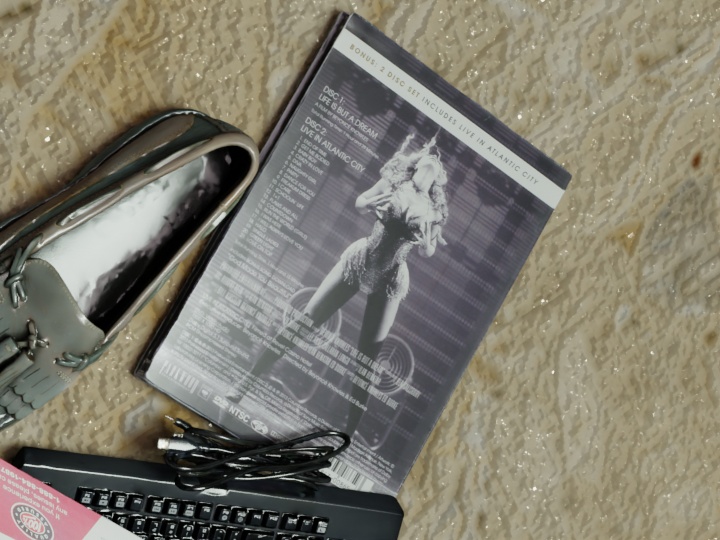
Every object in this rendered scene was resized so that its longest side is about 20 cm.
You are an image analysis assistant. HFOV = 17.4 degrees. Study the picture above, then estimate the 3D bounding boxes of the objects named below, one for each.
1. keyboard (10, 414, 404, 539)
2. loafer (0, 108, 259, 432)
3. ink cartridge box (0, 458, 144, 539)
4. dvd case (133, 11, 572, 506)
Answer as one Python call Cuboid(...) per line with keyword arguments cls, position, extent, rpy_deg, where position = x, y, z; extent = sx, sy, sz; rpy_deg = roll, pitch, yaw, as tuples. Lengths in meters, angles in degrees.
Cuboid(cls="keyboard", position=(-0.070, 0.120, 1.077), extent=(0.200, 0.040, 0.104), rpy_deg=(9, 97, -27))
Cuboid(cls="loafer", position=(-0.124, 0.001, 1.033), extent=(0.200, 0.063, 0.072), rpy_deg=(-47, 113, -17))
Cuboid(cls="ink cartridge box", position=(-0.131, 0.192, 0.960), extent=(0.083, 0.200, 0.146), rpy_deg=(-37, 127, 24))
Cuboid(cls="dvd case", position=(0.000, 0.000, 1.126), extent=(0.149, 0.016, 0.200), rpy_deg=(34, 80, -26))
